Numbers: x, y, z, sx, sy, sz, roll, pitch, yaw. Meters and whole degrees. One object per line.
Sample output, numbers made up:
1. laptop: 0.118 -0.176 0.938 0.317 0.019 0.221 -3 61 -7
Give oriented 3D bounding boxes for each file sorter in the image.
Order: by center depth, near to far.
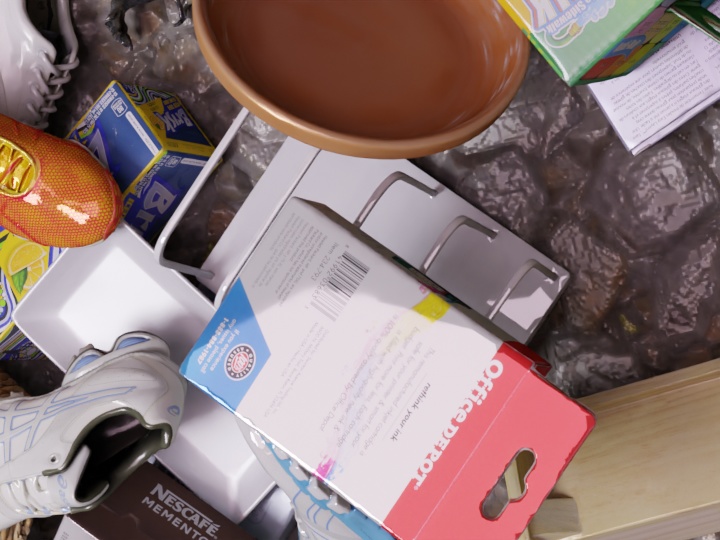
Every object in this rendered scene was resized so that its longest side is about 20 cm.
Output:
1. file sorter: 0.000 0.000 1.043 0.199 0.124 0.139 35 94 14

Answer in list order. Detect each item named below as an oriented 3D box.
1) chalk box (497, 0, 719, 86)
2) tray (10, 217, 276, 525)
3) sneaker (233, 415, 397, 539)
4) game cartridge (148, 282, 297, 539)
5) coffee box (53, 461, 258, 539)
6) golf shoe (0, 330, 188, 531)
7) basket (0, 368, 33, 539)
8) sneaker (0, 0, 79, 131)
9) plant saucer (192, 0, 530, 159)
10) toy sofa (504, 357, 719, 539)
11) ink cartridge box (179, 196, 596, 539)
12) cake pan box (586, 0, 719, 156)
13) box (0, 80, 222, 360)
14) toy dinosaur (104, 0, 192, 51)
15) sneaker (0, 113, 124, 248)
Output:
1. chalk box: 0.134 -0.179 0.927 0.124 0.125 0.201 -41 80 22
2. tray: -0.119 0.059 1.118 0.200 0.022 0.107 43 111 -1
3. sneaker: -0.020 0.145 1.085 0.086 0.075 0.200 -29 117 34
4. game cartridge: -0.089 0.118 1.160 0.133 0.040 0.201 34 108 18
5. coffee box: -0.157 0.230 1.144 0.113 0.080 0.201 35 126 7
6. golf shoe: -0.193 0.116 1.060 0.199 0.097 0.078 -35 119 6
7. basket: -0.311 0.153 1.170 0.149 0.142 0.202 32 112 48
8. sneaker: -0.224 -0.130 1.159 0.070 0.073 0.202 1 97 29
9. plant saucer: -0.001 -0.138 1.022 0.199 0.200 0.038 35 144 14
10. toy sofa: 0.187 0.107 1.030 0.199 0.097 0.084 -19 65 23
11. ink cartridge box: 0.019 0.064 0.935 0.199 0.067 0.117 36 96 13
12. cake pan box: 0.183 -0.191 0.999 0.199 0.052 0.185 -36 81 22
13. box: -0.185 -0.029 1.155 0.200 0.070 0.064 -47 67 20
14. toy dinosaur: -0.146 -0.202 1.135 0.088 0.047 0.200 -42 80 7
15. sneaker: -0.236 -0.068 1.091 0.199 0.077 0.074 25 96 18
